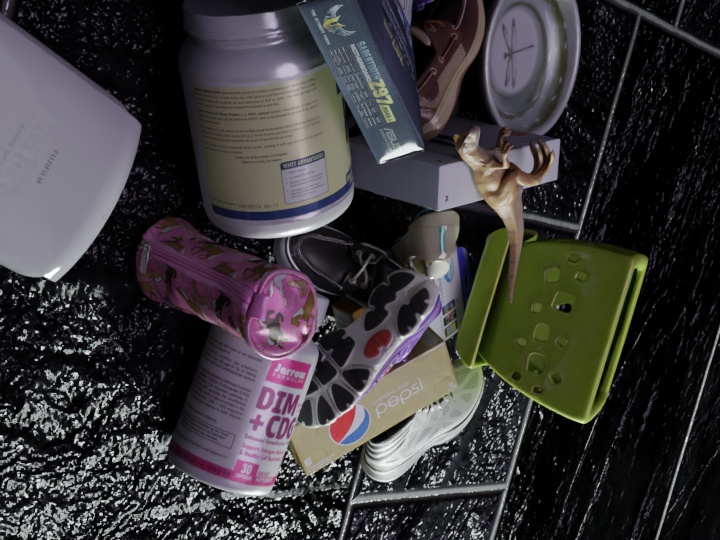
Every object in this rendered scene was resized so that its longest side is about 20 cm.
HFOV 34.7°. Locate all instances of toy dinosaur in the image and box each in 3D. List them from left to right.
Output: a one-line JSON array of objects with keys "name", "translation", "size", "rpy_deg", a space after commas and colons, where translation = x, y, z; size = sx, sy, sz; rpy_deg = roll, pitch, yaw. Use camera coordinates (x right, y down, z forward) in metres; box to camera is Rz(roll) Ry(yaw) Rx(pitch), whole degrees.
[{"name": "toy dinosaur", "translation": [0.147, -0.081, 1.162], "size": [0.105, 0.060, 0.201], "rpy_deg": [-34, 124, -4]}]

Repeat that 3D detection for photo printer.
[{"name": "photo printer", "translation": [-0.273, -0.093, 0.913], "size": [0.200, 0.069, 0.168], "rpy_deg": [37, 78, -47]}]

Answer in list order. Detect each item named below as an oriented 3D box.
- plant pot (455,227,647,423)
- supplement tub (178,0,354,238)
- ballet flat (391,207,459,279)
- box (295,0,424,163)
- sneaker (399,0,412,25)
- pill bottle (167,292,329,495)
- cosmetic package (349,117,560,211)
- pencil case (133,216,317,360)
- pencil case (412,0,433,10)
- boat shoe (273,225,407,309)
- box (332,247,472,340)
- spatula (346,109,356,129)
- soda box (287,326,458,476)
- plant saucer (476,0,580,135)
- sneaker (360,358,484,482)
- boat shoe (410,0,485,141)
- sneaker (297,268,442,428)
[{"name": "plant pot", "translation": [0.228, 0.051, 1.389], "size": [0.199, 0.179, 0.203], "rpy_deg": [-1, 109, -71]}, {"name": "supplement tub", "translation": [-0.084, -0.147, 1.034], "size": [0.144, 0.144, 0.203], "rpy_deg": [-28, 125, -36]}, {"name": "ballet flat", "translation": [0.072, -0.021, 1.239], "size": [0.070, 0.069, 0.200], "rpy_deg": [-63, 178, -6]}, {"name": "box", "translation": [0.000, -0.216, 0.990], "size": [0.201, 0.050, 0.160], "rpy_deg": [58, 23, -49]}, {"name": "sneaker", "translation": [0.020, -0.317, 1.145], "size": [0.072, 0.071, 0.204], "rpy_deg": [-42, 135, -73]}, {"name": "pill bottle", "translation": [-0.107, 0.107, 1.136], "size": [0.113, 0.113, 0.203], "rpy_deg": [18, 92, -48]}, {"name": "cosmetic package", "translation": [0.095, -0.118, 1.233], "size": [0.198, 0.150, 0.053], "rpy_deg": [-17, 118, -42]}, {"name": "pencil case", "translation": [-0.121, 0.013, 1.018], "size": [0.086, 0.199, 0.084], "rpy_deg": [-23, 121, -36]}, {"name": "pencil case", "translation": [0.119, -0.345, 1.216], "size": [0.199, 0.085, 0.085], "rpy_deg": [-32, 123, -35]}, {"name": "boat shoe", "translation": [0.000, 0.000, 1.216], "size": [0.198, 0.063, 0.072], "rpy_deg": [25, 73, -33]}, {"name": "box", "translation": [0.056, 0.047, 1.342], "size": [0.199, 0.041, 0.121], "rpy_deg": [-35, 128, -36]}, {"name": "spatula", "translation": [-0.045, -0.112, 1.169], "size": [0.021, 0.056, 0.201], "rpy_deg": [51, 61, -26]}, {"name": "soda box", "translation": [0.005, 0.135, 1.256], "size": [0.198, 0.064, 0.068], "rpy_deg": [-28, 122, -12]}, {"name": "plant saucer", "translation": [0.186, -0.254, 1.343], "size": [0.199, 0.050, 0.204], "rpy_deg": [-19, 116, -45]}, {"name": "sneaker", "translation": [0.082, 0.156, 1.359], "size": [0.200, 0.075, 0.116], "rpy_deg": [-40, 156, -26]}, {"name": "boat shoe", "translation": [0.073, -0.232, 1.205], "size": [0.072, 0.072, 0.202], "rpy_deg": [39, 60, -35]}, {"name": "sneaker", "translation": [0.012, 0.090, 1.186], "size": [0.200, 0.081, 0.083], "rpy_deg": [-42, 151, 4]}]
